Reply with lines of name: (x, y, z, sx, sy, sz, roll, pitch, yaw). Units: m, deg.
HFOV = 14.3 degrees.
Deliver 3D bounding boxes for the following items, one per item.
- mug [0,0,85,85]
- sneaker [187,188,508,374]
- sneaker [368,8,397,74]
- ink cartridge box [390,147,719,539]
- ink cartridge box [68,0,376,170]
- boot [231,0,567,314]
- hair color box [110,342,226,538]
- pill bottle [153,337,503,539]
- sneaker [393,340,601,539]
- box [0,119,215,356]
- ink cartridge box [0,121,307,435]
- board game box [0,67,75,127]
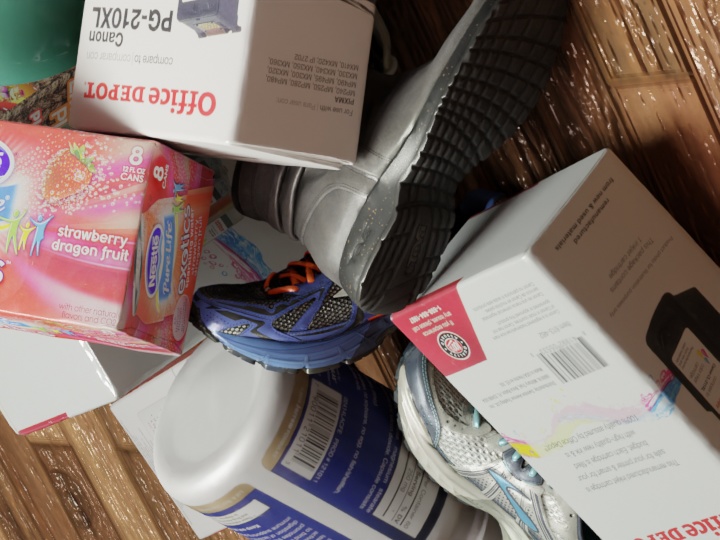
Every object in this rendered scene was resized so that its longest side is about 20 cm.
mug: (-0.196, -0.171, 1.644, 0.185, 0.152, 0.115, 39, 149, 35)
sneaker: (0.000, 0.000, 1.540, 0.075, 0.199, 0.079, -143, 46, -60)
sneaker: (-0.011, -0.095, 1.551, 0.071, 0.073, 0.201, 0, 121, 57)
ink cartridge box: (0.135, 0.053, 1.464, 0.200, 0.083, 0.146, 46, 150, -10)
ink cartridge box: (-0.064, -0.158, 1.452, 0.144, 0.084, 0.201, 8, 91, 50)
boot: (0.010, -0.091, 1.460, 0.132, 0.070, 0.201, 41, 104, 38)
hair color box: (-0.073, 0.094, 1.836, 0.111, 0.064, 0.200, 56, 150, -2)
pill bottle: (-0.012, 0.118, 1.659, 0.200, 0.116, 0.115, 32, 160, -31)
sneaker: (0.102, 0.109, 1.623, 0.200, 0.078, 0.086, 51, 138, -10)
box: (-0.188, -0.024, 1.491, 0.199, 0.103, 0.095, 9, 173, 18)
ink cartridge box: (-0.132, -0.023, 1.665, 0.145, 0.200, 0.145, 59, 148, -5)
board game box: (-0.269, -0.091, 1.778, 0.159, 0.200, 0.097, 33, 145, 30)
